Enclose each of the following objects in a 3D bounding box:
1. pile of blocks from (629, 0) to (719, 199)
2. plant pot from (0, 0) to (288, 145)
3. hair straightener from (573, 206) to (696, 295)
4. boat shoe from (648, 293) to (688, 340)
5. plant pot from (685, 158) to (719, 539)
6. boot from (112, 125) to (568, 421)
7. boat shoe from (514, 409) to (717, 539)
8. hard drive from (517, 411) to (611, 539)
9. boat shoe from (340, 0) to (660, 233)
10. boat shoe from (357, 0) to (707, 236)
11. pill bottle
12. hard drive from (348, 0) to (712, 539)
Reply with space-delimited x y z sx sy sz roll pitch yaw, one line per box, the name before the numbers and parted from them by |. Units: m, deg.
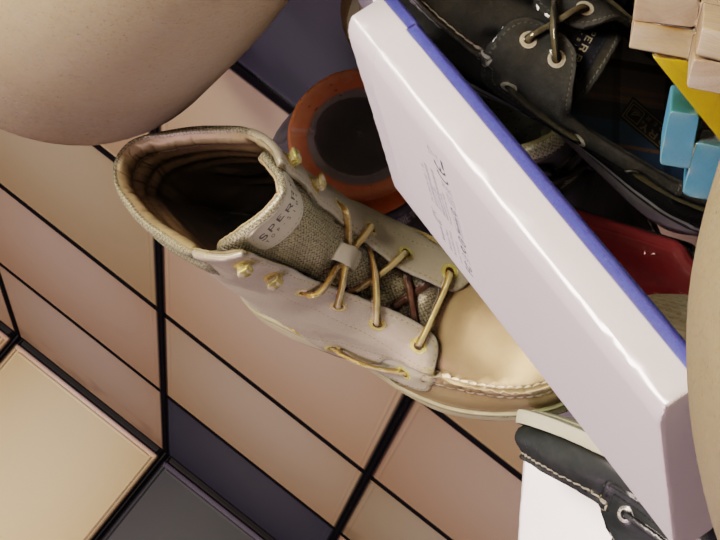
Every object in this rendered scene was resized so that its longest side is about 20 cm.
pile of blocks | 0.158 -0.021 0.790 0.200 0.082 0.062 43 -152 -15
plant pot | -0.078 -0.163 0.849 0.187 0.188 0.200 44 150 -18
hair straightener | 0.155 0.006 0.906 0.199 0.041 0.077 13 -177 21
boat shoe | 0.188 0.066 0.826 0.199 0.062 0.075 24 -166 -7
plant pot | 0.183 0.000 0.680 0.200 0.200 0.135 68 180 -63
boot | 0.000 0.000 0.949 0.199 0.072 0.155 18 168 30
boat shoe | 0.135 0.113 0.888 0.199 0.066 0.074 21 -176 35
hard drive | 0.163 0.109 0.934 0.199 0.132 0.027 -1 167 31
boat shoe | 0.071 -0.059 0.956 0.201 0.072 0.066 49 168 -19
boat shoe | 0.085 -0.085 0.857 0.200 0.069 0.057 34 168 -11
pill bottle | 0.006 -0.031 1.131 0.106 0.106 0.200 35 165 15
hard drive | 0.067 0.001 0.820 0.200 0.025 0.132 53 171 29
